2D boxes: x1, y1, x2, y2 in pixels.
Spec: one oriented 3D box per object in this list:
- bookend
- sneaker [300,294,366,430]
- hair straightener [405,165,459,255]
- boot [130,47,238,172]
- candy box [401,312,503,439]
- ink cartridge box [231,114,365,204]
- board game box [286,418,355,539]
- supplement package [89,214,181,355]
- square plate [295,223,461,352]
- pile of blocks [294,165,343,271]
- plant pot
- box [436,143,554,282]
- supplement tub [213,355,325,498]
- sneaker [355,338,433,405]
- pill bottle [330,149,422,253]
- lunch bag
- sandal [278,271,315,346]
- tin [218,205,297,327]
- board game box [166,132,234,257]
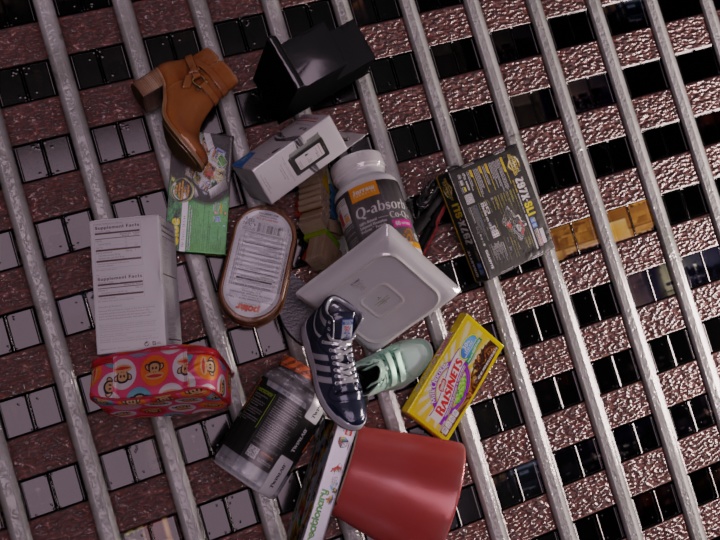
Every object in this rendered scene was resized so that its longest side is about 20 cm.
[{"bbox_3d":[-0.062,-0.351,1.452,0.197,0.200,0.093,-32,92,-14],"label":"bookend"},{"bbox_3d":[-0.027,0.134,1.349,0.069,0.109,0.202,-2,56,-35],"label":"sneaker"},{"bbox_3d":[0.115,-0.108,1.541,0.077,0.041,0.202,38,75,-25],"label":"hair straightener"},{"bbox_3d":[-0.261,-0.270,1.443,0.154,0.074,0.201,-31,78,-21],"label":"boot"},{"bbox_3d":[0.160,0.184,1.522,0.102,0.026,0.202,38,76,-21],"label":"candy box"},{"bbox_3d":[-0.102,-0.198,1.460,0.199,0.116,0.068,-37,114,-15],"label":"ink cartridge box"},{"bbox_3d":[-0.063,0.339,1.408,0.034,0.126,0.203,19,79,-11],"label":"board game box"},{"bbox_3d":[-0.346,0.025,1.373,0.107,0.114,0.204,-5,84,0],"label":"supplement package"},{"bbox_3d":[0.031,0.041,1.420,0.199,0.029,0.198,-36,126,22],"label":"square plate"},{"bbox_3d":[-0.076,-0.088,1.499,0.061,0.082,0.204,-12,73,28],"label":"pile of blocks"},{"bbox_3d":[0.053,0.346,1.413,0.175,0.200,0.203,19,79,-2],"label":"plant pot"},{"bbox_3d":[0.238,-0.101,1.556,0.158,0.049,0.203,-24,94,-27],"label":"box"},{"bbox_3d":[-0.134,0.245,1.404,0.122,0.122,0.202,34,78,-8],"label":"supplement tub"},{"bbox_3d":[0.047,0.167,1.460,0.198,0.118,0.075,-23,87,-17],"label":"sneaker"},{"bbox_3d":[0.022,-0.090,1.472,0.115,0.117,0.203,-14,73,-15],"label":"pill bottle"},{"bbox_3d":[-0.295,0.178,1.346,0.196,0.177,0.083,-6,67,4],"label":"lunch bag"},{"bbox_3d":[-0.122,0.040,1.475,0.076,0.043,0.201,-33,81,-15],"label":"sandal"},{"bbox_3d":[-0.167,-0.009,1.442,0.110,0.042,0.203,11,74,1],"label":"tin"},{"bbox_3d":[-0.267,-0.127,1.466,0.103,0.023,0.204,5,82,-14],"label":"board game box"}]
